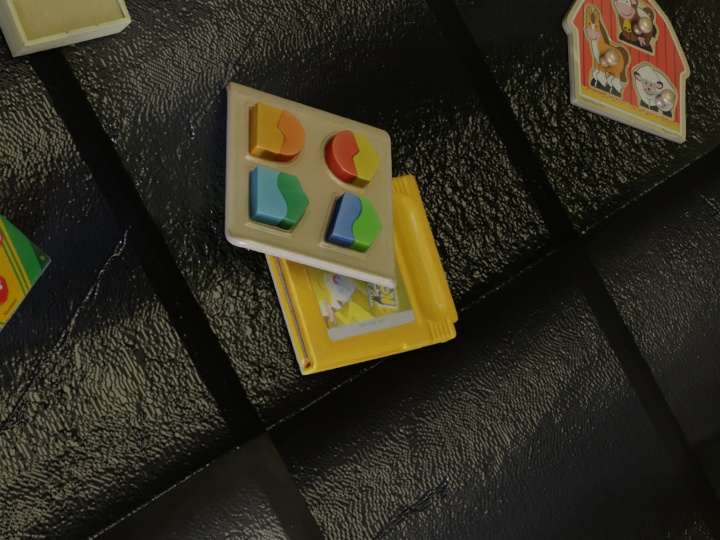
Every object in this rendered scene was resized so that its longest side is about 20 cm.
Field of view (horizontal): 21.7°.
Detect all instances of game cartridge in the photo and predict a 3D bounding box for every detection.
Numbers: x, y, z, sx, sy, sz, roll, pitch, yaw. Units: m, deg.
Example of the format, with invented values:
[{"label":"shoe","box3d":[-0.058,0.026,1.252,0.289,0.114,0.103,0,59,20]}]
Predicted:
[{"label":"game cartridge","box3d":[0.000,0.000,1.868,0.199,0.032,0.178,-12,81,-38]}]

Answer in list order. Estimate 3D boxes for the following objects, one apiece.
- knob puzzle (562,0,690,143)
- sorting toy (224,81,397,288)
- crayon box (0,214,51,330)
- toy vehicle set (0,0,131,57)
[{"label":"knob puzzle","box3d":[0.321,-0.267,2.213,0.218,0.030,0.221,14,65,-32]},{"label":"sorting toy","box3d":[-0.045,-0.088,1.827,0.184,0.036,0.201,15,51,-26]},{"label":"crayon box","box3d":[-0.374,-0.024,1.580,0.200,0.051,0.127,42,53,-17]},{"label":"toy vehicle set","box3d":[-0.305,-0.307,1.755,0.124,0.026,0.201,-19,85,-40]}]
